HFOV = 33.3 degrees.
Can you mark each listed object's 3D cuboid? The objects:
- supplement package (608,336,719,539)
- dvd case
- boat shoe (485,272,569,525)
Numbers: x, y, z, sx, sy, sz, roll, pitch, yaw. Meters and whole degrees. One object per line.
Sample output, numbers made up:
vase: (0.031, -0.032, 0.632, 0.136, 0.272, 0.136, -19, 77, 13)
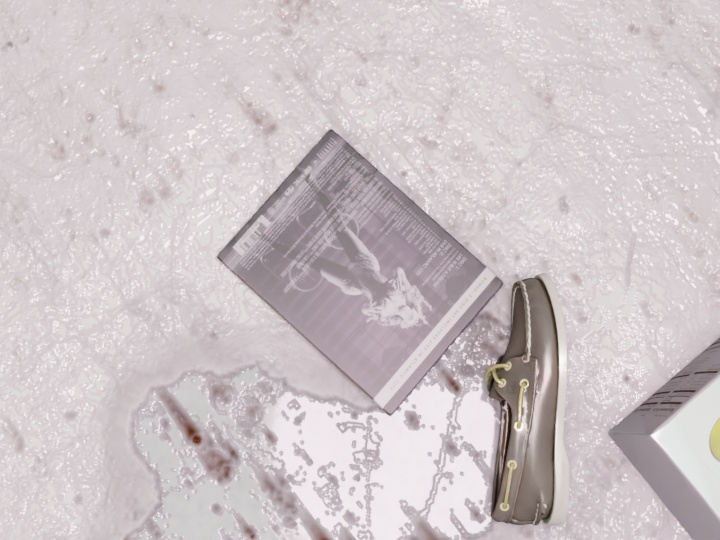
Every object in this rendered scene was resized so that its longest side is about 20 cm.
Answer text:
supplement package: (0.327, 0.122, 0.933, 0.199, 0.151, 0.152, -39, 84, -5)
dvd case: (0.000, 0.000, 1.019, 0.200, 0.016, 0.149, 41, 83, 6)
boat shoe: (0.133, 0.104, 0.977, 0.059, 0.072, 0.205, -1, 86, -5)
